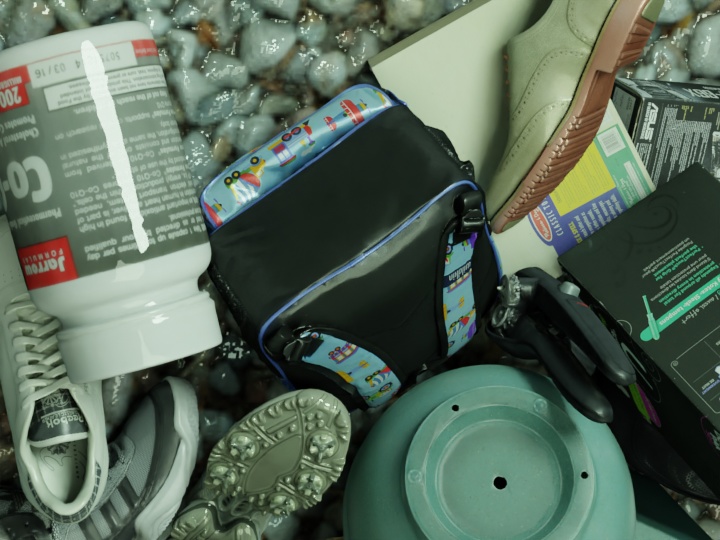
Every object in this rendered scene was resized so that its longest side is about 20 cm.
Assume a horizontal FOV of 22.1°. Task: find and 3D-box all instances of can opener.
[{"bbox_3d":[0.134,0.044,1.185,0.079,0.200,0.063,17,98,-14],"label":"can opener"}]

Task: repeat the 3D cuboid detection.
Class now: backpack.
[{"bbox_3d":[0.000,0.000,1.213,0.183,0.135,0.200,-36,152,-5],"label":"backpack"}]

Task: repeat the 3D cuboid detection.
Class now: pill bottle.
[{"bbox_3d":[-0.156,-0.040,1.107,0.114,0.114,0.200,-16,93,-16],"label":"pill bottle"}]

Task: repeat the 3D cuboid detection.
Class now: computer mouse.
[{"bbox_3d":[0.240,0.141,1.389,0.200,0.139,0.053,40,110,-22],"label":"computer mouse"}]

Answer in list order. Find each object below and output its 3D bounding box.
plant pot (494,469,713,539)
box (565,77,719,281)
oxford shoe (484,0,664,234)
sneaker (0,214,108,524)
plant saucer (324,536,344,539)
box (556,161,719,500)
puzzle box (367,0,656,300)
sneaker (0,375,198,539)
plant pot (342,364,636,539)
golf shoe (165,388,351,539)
[{"bbox_3d":[0.126,0.197,1.349,0.200,0.141,0.141,28,98,-19],"label":"plant pot"},{"bbox_3d":[0.240,-0.035,1.345,0.158,0.050,0.200,2,110,-23],"label":"box"},{"bbox_3d":[0.124,-0.118,1.206,0.200,0.074,0.071,-61,164,20],"label":"oxford shoe"},{"bbox_3d":[-0.195,0.059,1.160,0.076,0.081,0.200,-13,90,-6],"label":"sneaker"},{"bbox_3d":[0.033,0.270,1.313,0.200,0.200,0.035,59,43,-29],"label":"plant saucer"},{"bbox_3d":[0.248,0.056,1.224,0.124,0.200,0.149,-35,137,-5],"label":"box"},{"bbox_3d":[0.109,-0.089,1.252,0.133,0.025,0.200,-28,111,4],"label":"puzzle box"},{"bbox_3d":[-0.190,0.152,1.230,0.114,0.075,0.200,22,101,-27],"label":"sneaker"},{"bbox_3d":[0.087,0.147,1.193,0.200,0.134,0.200,0,71,0],"label":"plant pot"},{"bbox_3d":[-0.067,0.125,1.230,0.078,0.097,0.200,32,130,-11],"label":"golf shoe"}]
